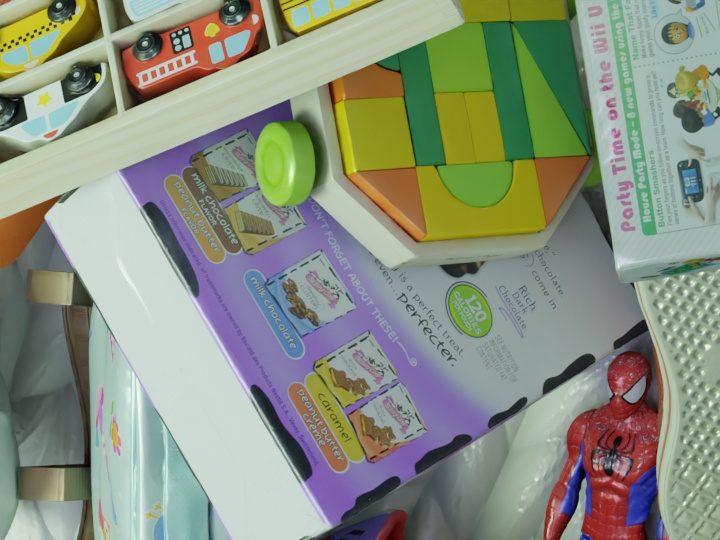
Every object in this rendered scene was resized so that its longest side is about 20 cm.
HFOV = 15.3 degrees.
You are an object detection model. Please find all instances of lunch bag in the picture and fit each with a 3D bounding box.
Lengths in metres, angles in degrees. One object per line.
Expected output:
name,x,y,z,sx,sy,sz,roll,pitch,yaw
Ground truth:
lunch bag,-0.076,0.097,1.191,0.076,0.160,0.202,-3,104,-11

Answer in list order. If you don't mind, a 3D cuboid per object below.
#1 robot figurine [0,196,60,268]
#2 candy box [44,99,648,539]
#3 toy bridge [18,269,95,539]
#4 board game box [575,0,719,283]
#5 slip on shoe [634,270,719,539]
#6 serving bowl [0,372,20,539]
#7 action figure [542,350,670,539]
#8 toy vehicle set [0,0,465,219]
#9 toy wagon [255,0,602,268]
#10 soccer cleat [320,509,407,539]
robot figurine,-0.165,-0.080,1.159,0.143,0.117,0.200,33,115,-8
candy box,0.000,0.000,1.097,0.168,0.199,0.071,59,144,4
toy bridge,-0.136,0.101,1.274,0.027,0.067,0.202,0,88,21
board game box,0.184,-0.084,1.003,0.198,0.064,0.149,-8,85,7
slip on shoe,0.151,0.047,1.107,0.074,0.061,0.201,-10,117,9
serving bowl,-0.212,0.046,1.251,0.066,0.200,0.201,-28,88,3
action figure,0.109,0.132,1.165,0.065,0.052,0.202,12,106,30
toy vehicle set,-0.067,-0.112,1.023,0.199,0.027,0.125,-22,59,13
toy wagon,0.024,-0.103,1.075,0.039,0.154,0.202,-21,76,57
soccer cleat,0.041,0.203,1.211,0.073,0.068,0.201,-39,80,26
